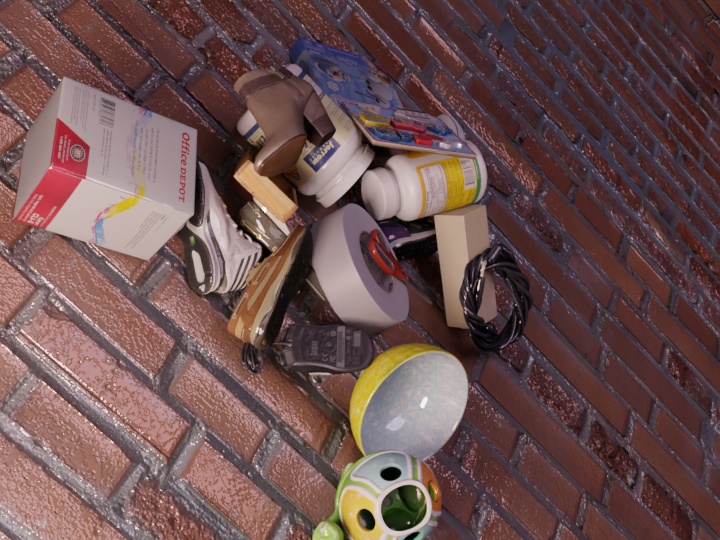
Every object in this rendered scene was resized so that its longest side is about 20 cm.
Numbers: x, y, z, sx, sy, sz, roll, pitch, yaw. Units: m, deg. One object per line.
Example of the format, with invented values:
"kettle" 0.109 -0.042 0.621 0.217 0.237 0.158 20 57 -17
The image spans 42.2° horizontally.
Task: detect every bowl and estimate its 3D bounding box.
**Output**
"bowl" 0.055 0.188 1.414 0.197 0.203 0.107 8 18 -38

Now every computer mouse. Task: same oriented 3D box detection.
"computer mouse" -0.080 0.091 1.381 0.196 0.046 0.143 0 63 -9

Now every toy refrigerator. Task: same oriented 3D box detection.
"toy refrigerator" 0.182 -0.008 1.631 0.075 0.069 0.204 -26 113 -46

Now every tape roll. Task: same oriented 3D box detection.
"tape roll" 0.000 0.000 1.471 0.201 0.065 0.202 51 23 -32

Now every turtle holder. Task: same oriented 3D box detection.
"turtle holder" 0.026 0.320 1.288 0.182 0.132 0.144 7 82 -12

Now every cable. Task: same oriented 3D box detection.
"cable" 0.237 0.059 1.611 0.164 0.050 0.202 -50 130 -35

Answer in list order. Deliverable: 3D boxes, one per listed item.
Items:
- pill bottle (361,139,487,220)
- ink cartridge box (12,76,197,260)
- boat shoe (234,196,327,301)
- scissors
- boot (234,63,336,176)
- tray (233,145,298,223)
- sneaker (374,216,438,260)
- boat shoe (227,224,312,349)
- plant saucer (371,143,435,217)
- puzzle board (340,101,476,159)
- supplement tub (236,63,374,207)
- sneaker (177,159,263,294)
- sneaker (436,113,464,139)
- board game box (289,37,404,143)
"pill bottle" 0.106 -0.148 1.582 0.197 0.113 0.114 -17 76 -25
"ink cartridge box" -0.335 -0.129 1.245 0.197 0.144 0.148 19 53 -32
"boat shoe" -0.112 -0.027 1.445 0.202 0.060 0.072 50 2 -12
"scissors" 0.067 0.012 1.516 0.201 0.014 0.074 52 21 -33
"boot" -0.130 -0.225 1.357 0.146 0.070 0.199 45 40 9
"tray" -0.143 -0.133 1.415 0.099 0.037 0.200 44 7 -13
"sneaker" 0.088 -0.075 1.645 0.198 0.076 0.088 -10 60 -49
"boat shoe" -0.131 0.015 1.346 0.073 0.076 0.202 14 57 17
"plant saucer" 0.092 -0.172 1.714 0.198 0.034 0.203 27 42 -26
"puzzle board" 0.079 -0.236 1.541 0.197 0.018 0.151 4 32 -29
"supplement tub" -0.087 -0.216 1.518 0.200 0.144 0.146 43 45 -12
"sneaker" -0.210 -0.062 1.384 0.114 0.075 0.204 3 71 -50
"sneaker" 0.150 -0.225 1.730 0.070 0.073 0.203 29 40 -32
"board game box" -0.013 -0.318 1.690 0.197 0.043 0.201 6 51 -39
